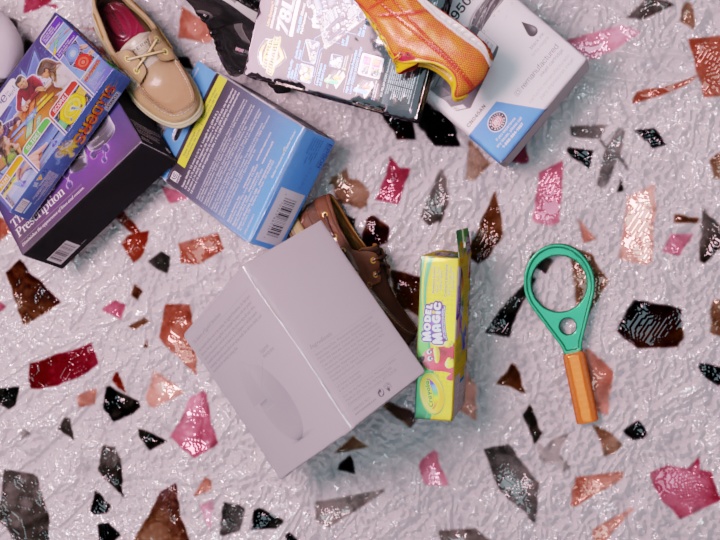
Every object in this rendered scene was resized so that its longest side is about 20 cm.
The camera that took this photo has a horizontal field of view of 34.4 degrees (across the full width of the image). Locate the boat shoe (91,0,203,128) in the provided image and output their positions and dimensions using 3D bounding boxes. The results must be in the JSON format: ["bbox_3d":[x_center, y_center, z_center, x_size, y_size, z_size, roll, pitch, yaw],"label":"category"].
[{"bbox_3d":[-0.254,-0.247,1.342,0.074,0.067,0.200,-38,70,-11],"label":"boat shoe"}]

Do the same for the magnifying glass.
[{"bbox_3d":[0.234,0.070,1.302,0.078,0.022,0.203,-12,89,13],"label":"magnifying glass"}]

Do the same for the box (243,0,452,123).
[{"bbox_3d":[-0.007,-0.278,1.229,0.195,0.050,0.203,15,96,10],"label":"box"}]

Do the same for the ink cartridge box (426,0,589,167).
[{"bbox_3d":[0.128,-0.234,1.272,0.200,0.084,0.145,42,100,8],"label":"ink cartridge box"}]

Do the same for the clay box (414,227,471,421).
[{"bbox_3d":[0.092,0.055,1.283,0.047,0.115,0.204,2,93,12],"label":"clay box"}]

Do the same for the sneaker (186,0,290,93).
[{"bbox_3d":[-0.141,-0.264,1.298,0.198,0.076,0.088,27,107,-27],"label":"sneaker"}]

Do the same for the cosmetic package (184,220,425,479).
[{"bbox_3d":[-0.066,0.089,1.271,0.201,0.122,0.199,54,144,4],"label":"cosmetic package"}]

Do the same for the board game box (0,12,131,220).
[{"bbox_3d":[-0.365,-0.178,1.333,0.135,0.034,0.201,42,97,31],"label":"board game box"}]

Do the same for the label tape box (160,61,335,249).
[{"bbox_3d":[-0.141,-0.134,1.343,0.199,0.066,0.145,35,102,36],"label":"label tape box"}]

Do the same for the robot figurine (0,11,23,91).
[{"bbox_3d":[-0.487,-0.229,1.384,0.150,0.124,0.200,46,114,13],"label":"robot figurine"}]

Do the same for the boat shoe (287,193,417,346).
[{"bbox_3d":[0.000,0.000,1.323,0.067,0.072,0.201,-42,81,14],"label":"boat shoe"}]

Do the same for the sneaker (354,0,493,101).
[{"bbox_3d":[0.039,-0.245,1.163,0.199,0.073,0.077,39,95,4],"label":"sneaker"}]

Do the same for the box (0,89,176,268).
[{"bbox_3d":[-0.335,-0.125,1.371,0.199,0.079,0.142,-41,63,12],"label":"box"}]
